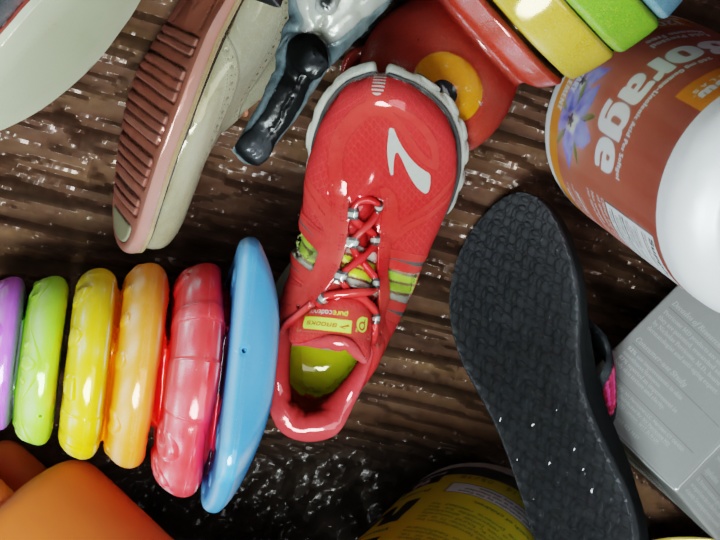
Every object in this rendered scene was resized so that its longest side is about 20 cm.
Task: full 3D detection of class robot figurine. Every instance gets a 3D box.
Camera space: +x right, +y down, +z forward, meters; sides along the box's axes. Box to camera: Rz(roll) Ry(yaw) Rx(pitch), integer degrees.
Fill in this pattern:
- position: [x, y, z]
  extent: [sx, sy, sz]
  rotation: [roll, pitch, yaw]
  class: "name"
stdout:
- position: [-0.123, 0.169, 0.827]
  extent: [0.200, 0.144, 0.117]
  rotation: [42, 67, 11]
  class: "robot figurine"

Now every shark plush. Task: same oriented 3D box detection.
- position: [0.011, -0.128, 0.770]
  extent: [0.090, 0.083, 0.202]
  rotation: [15, 71, 6]
  class: "shark plush"

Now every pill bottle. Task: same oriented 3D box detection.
- position: [0.172, -0.045, 0.827]
  extent: [0.111, 0.200, 0.113]
  rotation: [-6, 111, -17]
  class: "pill bottle"
- position: [0.031, 0.175, 0.851]
  extent: [0.113, 0.200, 0.116]
  rotation: [5, 104, 21]
  class: "pill bottle"

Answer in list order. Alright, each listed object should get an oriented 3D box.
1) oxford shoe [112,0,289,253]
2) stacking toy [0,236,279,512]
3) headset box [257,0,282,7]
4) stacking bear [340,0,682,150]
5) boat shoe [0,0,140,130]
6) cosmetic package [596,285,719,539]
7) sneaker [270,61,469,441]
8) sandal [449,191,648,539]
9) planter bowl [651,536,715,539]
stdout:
- position: [-0.054, -0.094, 0.807]
  extent: [0.073, 0.071, 0.201]
  rotation: [18, 104, -29]
  class: "oxford shoe"
- position: [-0.141, 0.041, 0.812]
  extent: [0.198, 0.110, 0.117]
  rotation: [7, 72, -9]
  class: "stacking toy"
- position: [-0.070, -0.226, 0.695]
  extent: [0.147, 0.075, 0.202]
  rotation: [19, 88, 9]
  class: "headset box"
- position: [0.083, -0.133, 0.818]
  extent: [0.200, 0.114, 0.121]
  rotation: [-42, 108, 12]
  class: "stacking bear"
- position: [-0.122, -0.149, 0.769]
  extent: [0.062, 0.071, 0.200]
  rotation: [41, 97, 16]
  class: "boat shoe"
- position: [0.216, 0.033, 0.917]
  extent: [0.200, 0.090, 0.107]
  rotation: [-46, 147, -2]
  class: "cosmetic package"
- position: [0.000, 0.000, 0.813]
  extent: [0.076, 0.085, 0.201]
  rotation: [13, 129, -2]
  class: "sneaker"
- position: [0.097, 0.060, 0.883]
  extent: [0.075, 0.202, 0.045]
  rotation: [-24, 162, 31]
  class: "sandal"
- position: [0.175, 0.251, 0.948]
  extent: [0.198, 0.083, 0.203]
  rotation: [3, 100, 18]
  class: "planter bowl"
